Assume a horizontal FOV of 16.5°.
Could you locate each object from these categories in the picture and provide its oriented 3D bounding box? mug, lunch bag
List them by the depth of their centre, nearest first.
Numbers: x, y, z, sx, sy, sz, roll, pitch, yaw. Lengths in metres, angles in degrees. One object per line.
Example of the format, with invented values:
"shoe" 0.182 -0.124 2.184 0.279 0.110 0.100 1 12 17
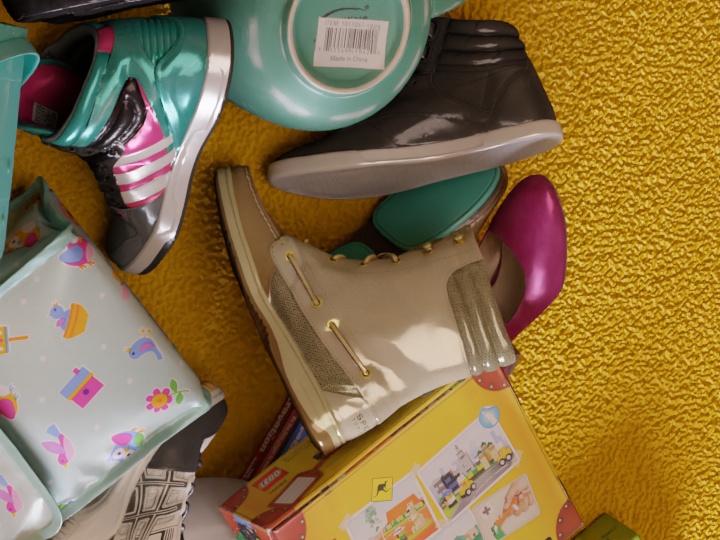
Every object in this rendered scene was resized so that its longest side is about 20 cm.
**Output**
"lunch bag" -0.223 0.072 1.554 0.199 0.122 0.171 -38 121 -4
"mug" -0.020 -0.177 1.585 0.185 0.114 0.152 -45 120 -8

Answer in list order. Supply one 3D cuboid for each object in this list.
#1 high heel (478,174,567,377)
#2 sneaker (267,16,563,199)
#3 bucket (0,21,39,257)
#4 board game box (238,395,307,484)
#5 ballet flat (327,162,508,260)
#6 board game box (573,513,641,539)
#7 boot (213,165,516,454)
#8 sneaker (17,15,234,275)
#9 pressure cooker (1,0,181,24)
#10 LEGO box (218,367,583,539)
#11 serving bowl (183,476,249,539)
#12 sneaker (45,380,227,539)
"high heel" 0.076 0.019 1.694 0.095 0.068 0.201 -18 148 -31
"sneaker" 0.029 -0.111 1.667 0.198 0.071 0.100 -12 76 -1
"bucket" -0.286 -0.090 1.427 0.206 0.207 0.136 8 96 -29
"board game box" -0.046 0.172 1.736 0.103 0.019 0.201 31 90 -32
"ballet flat" 0.023 -0.001 1.698 0.200 0.068 0.073 -39 139 -12
"board game box" 0.139 0.285 1.851 0.199 0.048 0.102 -37 118 -13
"boot" 0.000 0.000 1.617 0.154 0.072 0.201 -24 75 -3
"sneaker" -0.161 -0.080 1.540 0.120 0.084 0.201 7 131 -19
"pressure cooker" -0.145 -0.253 1.454 0.175 0.178 0.202 -11 95 -34
"LEGO box" 0.030 0.162 1.652 0.199 0.077 0.150 -37 113 -20
"serving bowl" -0.099 0.245 1.680 0.198 0.066 0.202 -5 104 -22
"sneaker" -0.141 0.162 1.618 0.088 0.076 0.200 43 63 -6
